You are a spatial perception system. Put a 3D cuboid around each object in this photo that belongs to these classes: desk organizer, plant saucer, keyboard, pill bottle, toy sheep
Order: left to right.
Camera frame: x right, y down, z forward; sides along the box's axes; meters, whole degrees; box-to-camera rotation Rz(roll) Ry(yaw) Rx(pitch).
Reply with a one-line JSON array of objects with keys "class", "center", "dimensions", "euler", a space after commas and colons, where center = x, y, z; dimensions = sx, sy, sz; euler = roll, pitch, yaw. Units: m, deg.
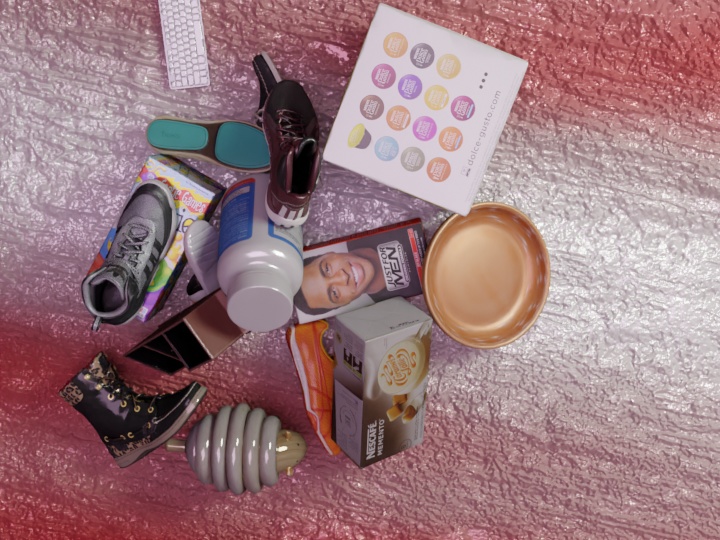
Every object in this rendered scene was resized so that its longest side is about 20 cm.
[{"class": "keyboard", "center": [-0.246, -0.353, 1.330], "dimensions": [0.056, 0.011, 0.202], "euler": [-6, 99, 2]}, {"class": "desk organizer", "center": [-0.236, 0.097, 1.307], "dimensions": [0.200, 0.077, 0.072], "euler": [-28, 99, 49]}, {"class": "toy sheep", "center": [-0.174, 0.249, 1.358], "dimensions": [0.198, 0.138, 0.139], "euler": [-3, 99, 2]}, {"class": "pill bottle", "center": [-0.130, -0.022, 1.255], "dimensions": [0.111, 0.201, 0.113], "euler": [-2, 135, -2]}, {"class": "plant saucer", "center": [0.169, 0.006, 1.331], "dimensions": [0.199, 0.037, 0.202], "euler": [-2, 94, -24]}]

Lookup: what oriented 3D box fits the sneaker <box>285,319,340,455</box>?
[{"class": "sneaker", "center": [-0.049, 0.167, 1.375], "dimensions": [0.076, 0.073, 0.202], "euler": [-14, 101, -7]}]

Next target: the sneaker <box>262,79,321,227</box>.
[{"class": "sneaker", "center": [-0.075, -0.163, 1.205], "dimensions": [0.075, 0.116, 0.202], "euler": [2, 72, -17]}]

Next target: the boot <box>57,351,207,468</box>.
[{"class": "boot", "center": [-0.322, 0.178, 1.356], "dimensions": [0.200, 0.073, 0.151], "euler": [-36, 101, 33]}]

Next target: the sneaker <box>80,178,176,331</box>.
[{"class": "sneaker", "center": [-0.292, -0.015, 1.224], "dimensions": [0.075, 0.114, 0.201], "euler": [21, 99, -3]}]

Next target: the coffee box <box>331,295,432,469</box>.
[{"class": "coffee box", "center": [0.026, 0.150, 1.313], "dimensions": [0.114, 0.080, 0.202], "euler": [-14, 121, -31]}]

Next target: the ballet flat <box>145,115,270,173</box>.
[{"class": "ballet flat", "center": [-0.193, -0.171, 1.319], "dimensions": [0.198, 0.069, 0.070], "euler": [15, 99, 12]}]

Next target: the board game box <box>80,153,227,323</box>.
[{"class": "board game box", "center": [-0.280, -0.047, 1.330], "dimensions": [0.103, 0.105, 0.201], "euler": [29, 99, -3]}]

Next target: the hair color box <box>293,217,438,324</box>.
[{"class": "hair color box", "center": [0.000, 0.000, 1.352], "dimensions": [0.198, 0.061, 0.102], "euler": [-15, 99, 4]}]

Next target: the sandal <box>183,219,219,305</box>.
[{"class": "sandal", "center": [-0.209, 0.005, 1.325], "dimensions": [0.059, 0.079, 0.207], "euler": [10, 141, 25]}]

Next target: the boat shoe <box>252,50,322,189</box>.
[{"class": "boat shoe", "center": [-0.113, -0.196, 1.322], "dimensions": [0.060, 0.074, 0.201], "euler": [-21, 106, 0]}]

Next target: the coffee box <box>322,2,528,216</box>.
[{"class": "coffee box", "center": [0.075, -0.201, 1.249], "dimensions": [0.196, 0.200, 0.201], "euler": [22, 97, -2]}]
